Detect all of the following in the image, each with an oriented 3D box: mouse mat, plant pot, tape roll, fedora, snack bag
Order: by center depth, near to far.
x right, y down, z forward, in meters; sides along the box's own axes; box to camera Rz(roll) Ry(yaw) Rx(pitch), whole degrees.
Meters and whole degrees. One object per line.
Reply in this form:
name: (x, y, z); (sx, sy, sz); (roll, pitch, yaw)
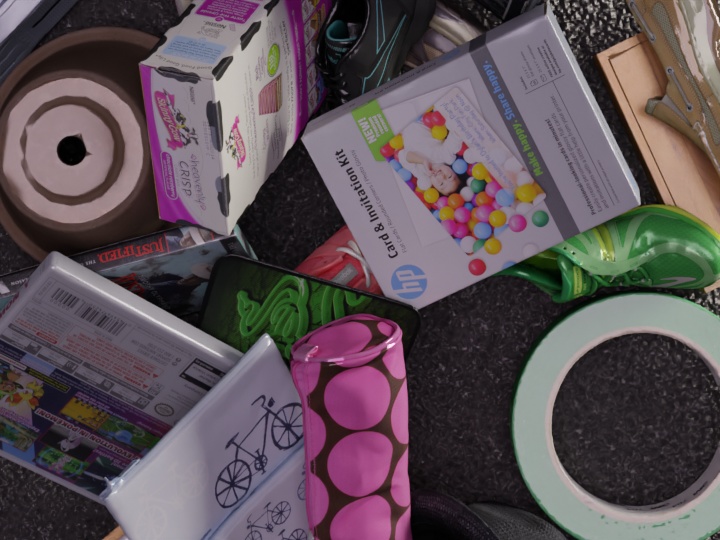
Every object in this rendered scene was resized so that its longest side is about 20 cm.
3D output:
snack bag: (-0.083, 0.171, 1.352); (0.189, 0.021, 0.201); (-44, 126, -28)
plant pot: (-0.196, -0.086, 1.369); (0.198, 0.175, 0.203); (0, 93, 1)
mouse mat: (-0.055, 0.084, 1.392); (0.159, 0.008, 0.201); (16, 124, -6)
fedora: (0.111, 0.243, 1.398); (0.091, 0.200, 0.202); (-24, 91, -33)
tape roll: (0.214, 0.117, 1.422); (0.198, 0.048, 0.203); (0, 92, 2)

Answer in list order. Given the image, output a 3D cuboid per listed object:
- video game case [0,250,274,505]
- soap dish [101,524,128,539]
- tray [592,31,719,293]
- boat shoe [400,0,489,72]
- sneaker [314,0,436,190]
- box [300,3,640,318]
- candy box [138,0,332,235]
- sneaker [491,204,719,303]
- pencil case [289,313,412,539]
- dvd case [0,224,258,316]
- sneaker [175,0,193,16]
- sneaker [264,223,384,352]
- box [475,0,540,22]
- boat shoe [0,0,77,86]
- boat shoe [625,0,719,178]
video game case: (-0.195, 0.092, 1.374); (0.199, 0.023, 0.182); (30, 121, -26)
soap dish: (-0.152, 0.298, 1.427); (0.157, 0.081, 0.200); (-41, 90, 4)
tray: (0.265, -0.095, 1.417); (0.098, 0.037, 0.202); (-25, 92, 3)
boat shoe: (0.106, -0.133, 1.411); (0.199, 0.074, 0.074); (38, 106, 10)
sneaker: (-0.006, -0.147, 1.383); (0.075, 0.079, 0.202); (30, 116, 41)
box: (0.079, -0.077, 1.328); (0.199, 0.041, 0.157); (-24, 105, 15)
candy box: (-0.084, -0.141, 1.328); (0.060, 0.201, 0.137); (13, 132, 18)
sneaker: (0.178, -0.006, 1.388); (0.198, 0.084, 0.075); (6, 136, 15)
pencil case: (-0.010, 0.136, 1.339); (0.093, 0.091, 0.202); (-10, 109, -20)
dvd case: (-0.176, 0.013, 1.388); (0.198, 0.146, 0.022); (-16, 72, 2)
sneaker: (-0.107, -0.261, 1.400); (0.080, 0.088, 0.202); (-5, 92, 3)
sneaker: (0.000, 0.000, 1.406); (0.200, 0.087, 0.074); (-43, 91, 3)
box: (0.077, -0.290, 1.336); (0.199, 0.198, 0.124); (38, 93, 0)
boat shoe: (-0.295, -0.185, 1.429); (0.200, 0.074, 0.067); (-44, 75, -6)
boat shoe: (0.249, -0.129, 1.373); (0.076, 0.072, 0.202); (-20, 84, 17)
